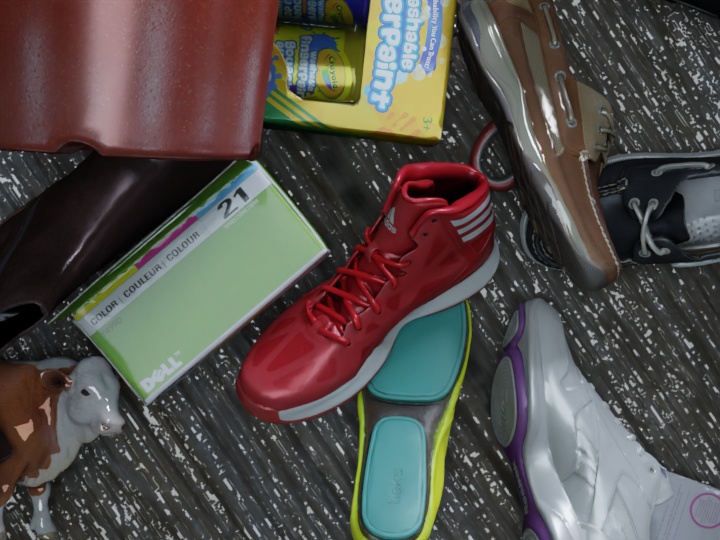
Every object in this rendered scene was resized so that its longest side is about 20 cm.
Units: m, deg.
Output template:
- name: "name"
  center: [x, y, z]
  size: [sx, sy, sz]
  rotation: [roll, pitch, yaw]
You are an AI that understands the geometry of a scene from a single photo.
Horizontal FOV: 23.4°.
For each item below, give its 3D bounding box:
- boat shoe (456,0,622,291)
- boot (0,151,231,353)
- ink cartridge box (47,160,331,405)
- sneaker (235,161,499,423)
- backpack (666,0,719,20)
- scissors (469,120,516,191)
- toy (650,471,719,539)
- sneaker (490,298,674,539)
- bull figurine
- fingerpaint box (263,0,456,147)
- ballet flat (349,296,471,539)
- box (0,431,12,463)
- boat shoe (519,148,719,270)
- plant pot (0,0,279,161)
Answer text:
- name: "boat shoe"
  center: [0.124, -0.087, 1.071]
  size: [0.071, 0.076, 0.201]
  rotation: [-20, 78, -4]
- name: "boot"
  center: [-0.153, -0.023, 1.025]
  size: [0.199, 0.167, 0.072]
  rotation: [-29, 114, 30]
- name: "ink cartridge box"
  center: [-0.096, 0.008, 1.034]
  size: [0.148, 0.200, 0.076]
  rotation: [-40, 91, 1]
- name: "sneaker"
  center: [0.000, 0.000, 1.053]
  size: [0.200, 0.116, 0.078]
  rotation: [-40, 60, -22]
- name: "backpack"
  center: [0.221, -0.234, 1.045]
  size: [0.199, 0.178, 0.151]
  rotation: [15, 71, -2]
- name: "scissors"
  center: [0.112, -0.142, 1.128]
  size: [0.073, 0.014, 0.201]
  rotation: [4, 90, 2]
- name: "toy"
  center: [0.248, 0.210, 1.109]
  size: [0.199, 0.047, 0.116]
  rotation: [18, 76, 18]
- name: "sneaker"
  center: [0.141, 0.115, 1.103]
  size: [0.099, 0.075, 0.201]
  rotation: [-9, 81, -14]
- name: "bull figurine"
  center: [-0.233, 0.102, 1.089]
  size: [0.199, 0.065, 0.122]
  rotation: [9, 91, 20]
- name: "fingerpaint box"
  center: [-0.021, -0.187, 1.094]
  size: [0.166, 0.073, 0.201]
  rotation: [7, 91, 0]
- name: "ballet flat"
  center: [0.029, 0.098, 1.096]
  size: [0.066, 0.067, 0.201]
  rotation: [7, 57, 7]
- name: "box"
  center: [-0.307, 0.055, 1.032]
  size: [0.100, 0.075, 0.201]
  rotation: [-32, 90, 17]
- name: "boat shoe"
  center: [0.202, -0.035, 1.100]
  size: [0.199, 0.060, 0.074]
  rotation: [-8, 108, 0]
- name: "plant pot"
  center: [-0.120, -0.156, 0.884]
  size: [0.199, 0.201, 0.197]
  rotation: [3, 96, 0]
